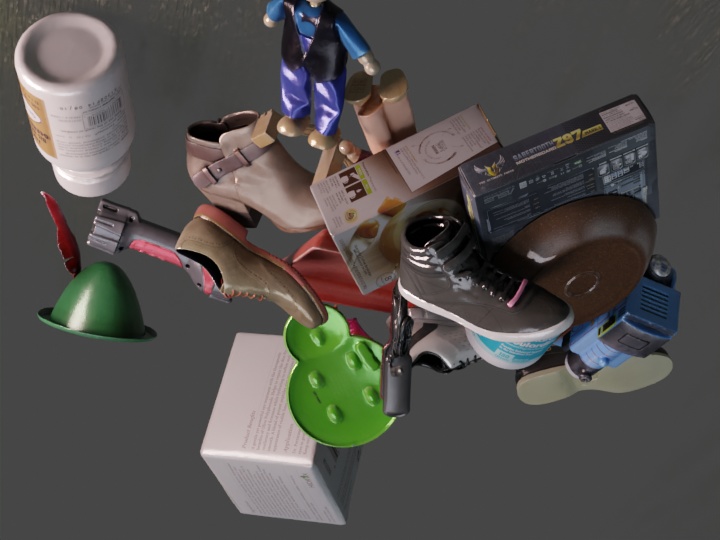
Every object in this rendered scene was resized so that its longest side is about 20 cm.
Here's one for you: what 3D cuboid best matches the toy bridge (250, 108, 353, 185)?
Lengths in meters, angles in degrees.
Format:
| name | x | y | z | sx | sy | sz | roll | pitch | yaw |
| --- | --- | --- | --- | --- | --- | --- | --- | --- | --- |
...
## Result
| name | x | y | z | sx | sy | sz | roll | pitch | yaw |
| --- | --- | --- | --- | --- | --- | --- | --- | --- | --- |
| toy bridge | -0.033 | -0.116 | 1.542 | 0.200 | 0.068 | 0.027 | 36 | 142 | -28 |

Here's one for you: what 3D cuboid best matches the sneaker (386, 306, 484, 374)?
| name | x | y | z | sx | sy | sz | roll | pitch | yaw |
| --- | --- | --- | --- | --- | --- | --- | --- | --- | --- |
| sneaker | 0.132 | 0.097 | 1.769 | 0.198 | 0.080 | 0.074 | 1 | 149 | -9 |

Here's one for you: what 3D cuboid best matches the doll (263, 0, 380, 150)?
| name | x | y | z | sx | sy | sz | roll | pitch | yaw |
| --- | --- | --- | --- | --- | --- | --- | --- | --- | --- |
| doll | -0.042 | -0.218 | 1.385 | 0.136 | 0.048 | 0.201 | 24 | 136 | 22 |

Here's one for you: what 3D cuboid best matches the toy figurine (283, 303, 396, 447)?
| name | x | y | z | sx | sy | sz | roll | pitch | yaw |
| --- | --- | --- | --- | --- | --- | --- | --- | --- | --- |
| toy figurine | -0.039 | 0.102 | 1.800 | 0.149 | 0.184 | 0.201 | -27 | 109 | 2 |

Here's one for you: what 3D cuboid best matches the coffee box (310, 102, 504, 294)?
| name | x | y | z | sx | sy | sz | roll | pitch | yaw |
| --- | --- | --- | --- | --- | --- | --- | --- | --- | --- |
| coffee box | 0.063 | -0.074 | 1.474 | 0.199 | 0.080 | 0.115 | -27 | 141 | 2 |

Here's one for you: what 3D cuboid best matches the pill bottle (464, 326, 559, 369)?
| name | x | y | z | sx | sy | sz | roll | pitch | yaw |
| --- | --- | --- | --- | --- | --- | --- | --- | --- | --- |
| pill bottle | 0.202 | 0.028 | 1.630 | 0.110 | 0.111 | 0.200 | 18 | 148 | -6 |

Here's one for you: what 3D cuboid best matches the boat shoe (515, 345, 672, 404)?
| name | x | y | z | sx | sy | sz | roll | pitch | yaw |
| --- | --- | --- | --- | --- | --- | --- | --- | --- | --- |
| boat shoe | 0.297 | 0.120 | 1.783 | 0.200 | 0.063 | 0.074 | -10 | 131 | 11 |

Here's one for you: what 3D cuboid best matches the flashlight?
| name | x | y | z | sx | sy | sz | roll | pitch | yaw |
| --- | --- | --- | --- | --- | --- | --- | --- | --- | --- |
| flashlight | -0.247 | -0.021 | 1.772 | 0.199 | 0.068 | 0.068 | 19 | 150 | -10 |

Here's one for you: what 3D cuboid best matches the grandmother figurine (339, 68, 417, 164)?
| name | x | y | z | sx | sy | sz | roll | pitch | yaw |
| --- | --- | --- | --- | --- | --- | --- | --- | --- | --- |
| grandmother figurine | 0.036 | -0.129 | 1.507 | 0.120 | 0.061 | 0.200 | 6 | 145 | 25 |

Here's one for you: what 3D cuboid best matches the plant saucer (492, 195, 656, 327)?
| name | x | y | z | sx | sy | sz | roll | pitch | yaw |
| --- | --- | --- | --- | --- | --- | --- | --- | --- | --- |
| plant saucer | 0.230 | 0.004 | 1.478 | 0.199 | 0.037 | 0.201 | -14 | 142 | -11 |

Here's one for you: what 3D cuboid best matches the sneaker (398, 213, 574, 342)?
| name | x | y | z | sx | sy | sz | roll | pitch | yaw |
| --- | --- | --- | --- | --- | --- | --- | --- | --- | --- |
| sneaker | 0.119 | 0.005 | 1.401 | 0.199 | 0.071 | 0.100 | 18 | 143 | 28 |

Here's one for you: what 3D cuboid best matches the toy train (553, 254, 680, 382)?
| name | x | y | z | sx | sy | sz | roll | pitch | yaw |
| --- | --- | --- | --- | --- | --- | --- | --- | --- | --- |
| toy train | 0.298 | 0.057 | 1.633 | 0.086 | 0.115 | 0.200 | 23 | 146 | -13 |

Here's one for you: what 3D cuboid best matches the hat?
| name | x | y | z | sx | sy | sz | roll | pitch | yaw |
| --- | --- | --- | --- | --- | --- | --- | --- | --- | --- |
| hat | -0.342 | -0.006 | 1.877 | 0.164 | 0.177 | 0.200 | 12 | -175 | 0 |

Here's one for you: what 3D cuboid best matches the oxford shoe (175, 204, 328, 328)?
| name | x | y | z | sx | sy | sz | roll | pitch | yaw |
| --- | --- | --- | --- | --- | --- | --- | --- | --- | --- |
| oxford shoe | -0.128 | 0.013 | 1.617 | 0.200 | 0.075 | 0.070 | 38 | 154 | -2 |

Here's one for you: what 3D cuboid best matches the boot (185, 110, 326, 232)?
| name | x | y | z | sx | sy | sz | roll | pitch | yaw |
| --- | --- | --- | --- | --- | --- | --- | --- | --- | --- |
| boot | -0.099 | -0.116 | 1.577 | 0.198 | 0.071 | 0.147 | -8 | 131 | 13 |

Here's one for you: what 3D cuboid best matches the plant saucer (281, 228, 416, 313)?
| name | x | y | z | sx | sy | sz | roll | pitch | yaw |
| --- | --- | --- | --- | --- | --- | --- | --- | --- | --- |
| plant saucer | 0.000 | 0.000 | 1.678 | 0.198 | 0.037 | 0.200 | 11 | 161 | -21 |

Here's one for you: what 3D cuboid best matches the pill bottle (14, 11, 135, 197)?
| name | x | y | z | sx | sy | sz | roll | pitch | yaw |
| --- | --- | --- | --- | --- | --- | --- | --- | --- | --- |
| pill bottle | -0.304 | -0.174 | 1.516 | 0.113 | 0.115 | 0.200 | 11 | 147 | 5 |

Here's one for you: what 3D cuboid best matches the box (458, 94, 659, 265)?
| name | x | y | z | sx | sy | sz | roll | pitch | yaw |
| --- | --- | --- | --- | --- | --- | --- | --- | --- | --- |
| box | 0.208 | -0.080 | 1.436 | 0.199 | 0.051 | 0.158 | -22 | 142 | -1 |

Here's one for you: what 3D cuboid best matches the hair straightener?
| name | x | y | z | sx | sy | sz | roll | pitch | yaw |
| --- | --- | --- | --- | --- | --- | --- | --- | --- | --- |
| hair straightener | 0.052 | 0.094 | 1.649 | 0.041 | 0.077 | 0.201 | 4 | 121 | -8 |

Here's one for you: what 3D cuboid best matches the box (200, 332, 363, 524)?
| name | x | y | z | sx | sy | sz | roll | pitch | yaw |
| --- | --- | --- | --- | --- | --- | --- | --- | --- | --- |
| box | -0.098 | 0.224 | 1.961 | 0.170 | 0.200 | 0.200 | 3 | 146 | 17 |
